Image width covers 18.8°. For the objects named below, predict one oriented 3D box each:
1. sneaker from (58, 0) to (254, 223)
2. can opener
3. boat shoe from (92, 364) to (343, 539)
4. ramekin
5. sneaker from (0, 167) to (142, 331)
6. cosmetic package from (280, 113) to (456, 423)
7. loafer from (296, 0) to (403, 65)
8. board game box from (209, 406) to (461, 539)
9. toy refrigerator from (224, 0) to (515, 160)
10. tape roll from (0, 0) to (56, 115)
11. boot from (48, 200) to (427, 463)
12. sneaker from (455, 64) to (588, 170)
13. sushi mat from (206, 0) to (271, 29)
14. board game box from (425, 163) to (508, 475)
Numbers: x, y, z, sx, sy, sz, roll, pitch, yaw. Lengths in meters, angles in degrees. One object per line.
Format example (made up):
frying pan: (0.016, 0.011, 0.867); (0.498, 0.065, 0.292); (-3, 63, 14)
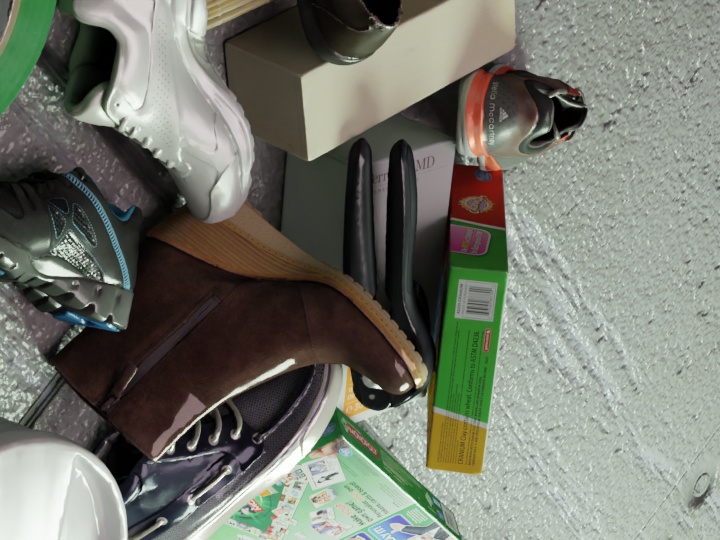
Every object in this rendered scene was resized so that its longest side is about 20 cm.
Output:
sneaker: (-0.132, -0.105, 1.314); (0.099, 0.078, 0.201); (-34, 125, -23)
can opener: (0.013, 0.004, 1.441); (0.063, 0.079, 0.201); (-8, 120, 0)
boat shoe: (-0.102, 0.111, 1.441); (0.200, 0.075, 0.093); (-48, 137, -3)
ramekin: (-0.245, 0.176, 1.314); (0.202, 0.094, 0.204); (-25, 127, -38)
sneaker: (-0.201, -0.029, 1.284); (0.200, 0.073, 0.083); (33, 68, -57)
cosmetic package: (0.000, 0.000, 1.514); (0.101, 0.071, 0.202); (-18, 123, -42)
loafer: (-0.011, -0.229, 1.330); (0.073, 0.071, 0.202); (-23, 100, -37)
board game box: (-0.028, 0.176, 1.556); (0.134, 0.029, 0.200); (-26, 143, 14)
toy refrigerator: (0.010, -0.147, 1.440); (0.199, 0.076, 0.070); (-32, 132, -35)
tape roll: (-0.253, -0.152, 1.159); (0.200, 0.048, 0.202); (-26, 128, -38)
boot: (-0.076, 0.060, 1.378); (0.167, 0.200, 0.072); (-51, 170, -12)
sneaker: (0.123, -0.105, 1.540); (0.200, 0.081, 0.078); (-25, 118, -74)
sushi mat: (-0.042, -0.227, 1.367); (0.199, 0.012, 0.096); (-30, 112, -36)
board game box: (0.075, 0.030, 1.541); (0.200, 0.040, 0.154); (-84, 180, -68)
